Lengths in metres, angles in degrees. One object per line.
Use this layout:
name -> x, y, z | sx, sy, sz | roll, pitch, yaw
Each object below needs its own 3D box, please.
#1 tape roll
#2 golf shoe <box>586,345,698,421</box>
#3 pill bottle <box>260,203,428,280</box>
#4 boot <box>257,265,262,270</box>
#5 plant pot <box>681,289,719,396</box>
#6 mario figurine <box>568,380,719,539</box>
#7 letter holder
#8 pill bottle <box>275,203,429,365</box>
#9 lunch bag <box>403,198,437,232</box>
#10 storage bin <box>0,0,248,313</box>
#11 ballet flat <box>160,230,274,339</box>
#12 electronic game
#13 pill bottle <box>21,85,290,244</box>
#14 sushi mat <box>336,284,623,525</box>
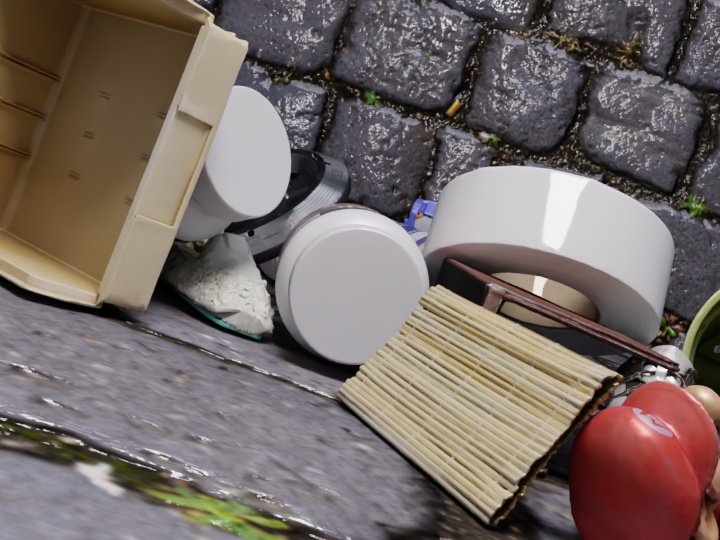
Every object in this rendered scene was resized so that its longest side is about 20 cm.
tape roll -> 0.150, -0.003, 0.890 | 0.201, 0.071, 0.203 | 15, -23, 6
golf shoe -> 0.220, 0.102, 0.849 | 0.077, 0.095, 0.200 | 22, 6, 6
pill bottle -> 0.000, 0.000, 1.036 | 0.199, 0.112, 0.111 | 22, 5, 35
boot -> -0.085, -0.022, 1.222 | 0.200, 0.071, 0.144 | 24, 4, 7
plant pot -> 0.388, 0.111, 1.043 | 0.199, 0.202, 0.184 | 20, -8, 8
mario figurine -> 0.185, 0.100, 0.560 | 0.123, 0.107, 0.199 | -20, -31, 34
letter holder -> 0.118, 0.070, 0.755 | 0.141, 0.101, 0.200 | 21, 4, -5
pill bottle -> -0.008, 0.009, 0.838 | 0.115, 0.117, 0.200 | 19, 4, -6
lunch bag -> 0.134, 0.000, 1.304 | 0.169, 0.124, 0.200 | 20, -25, 12
storage bin -> -0.196, -0.095, 0.731 | 0.198, 0.201, 0.093 | 22, 1, 39
ballet flat -> -0.120, -0.005, 0.858 | 0.071, 0.072, 0.200 | 17, 5, -33
electronic game -> -0.104, -0.057, 1.039 | 0.200, 0.199, 0.042 | 24, -38, 52
pill bottle -> -0.157, -0.076, 0.831 | 0.199, 0.117, 0.115 | -6, -12, 35
sushi mat -> 0.054, 0.063, 0.596 | 0.012, 0.096, 0.200 | 43, -6, -24
